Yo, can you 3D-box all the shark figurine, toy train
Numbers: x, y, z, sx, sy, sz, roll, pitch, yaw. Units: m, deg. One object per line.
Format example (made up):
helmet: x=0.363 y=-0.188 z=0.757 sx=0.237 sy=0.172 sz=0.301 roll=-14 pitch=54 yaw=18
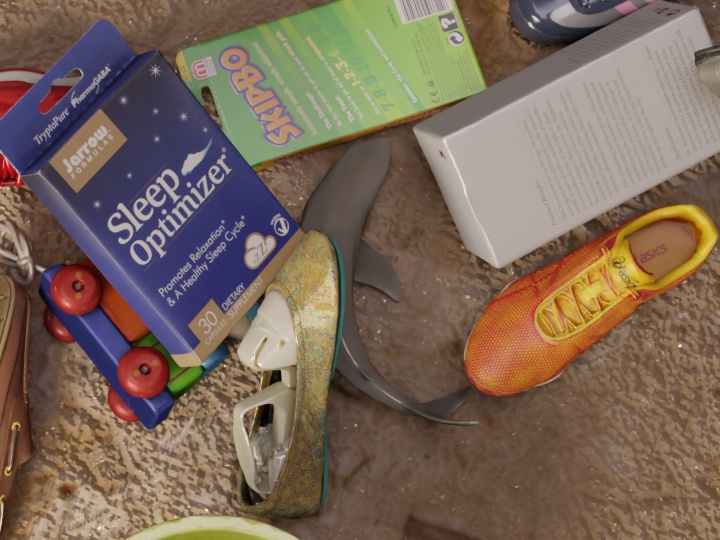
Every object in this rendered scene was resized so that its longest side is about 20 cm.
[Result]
shark figurine: x=-0.007 y=0.021 z=1.467 sx=0.128 sy=0.090 sz=0.215 roll=-18 pitch=79 yaw=-6
toy train: x=-0.162 y=-0.003 z=1.466 sx=0.116 sy=0.085 sz=0.200 roll=-37 pitch=84 yaw=-20

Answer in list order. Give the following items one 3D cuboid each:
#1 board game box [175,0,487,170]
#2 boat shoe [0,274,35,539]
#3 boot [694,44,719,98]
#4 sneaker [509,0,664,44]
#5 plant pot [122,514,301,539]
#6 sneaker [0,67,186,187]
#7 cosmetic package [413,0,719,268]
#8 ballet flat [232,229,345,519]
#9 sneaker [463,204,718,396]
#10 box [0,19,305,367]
board game box: x=-0.021 y=-0.136 z=1.526 sx=0.200 sy=0.030 sz=0.096 roll=-18 pitch=80 yaw=-9
boat shoe: x=-0.252 y=0.103 z=1.445 sx=0.072 sy=0.068 sz=0.200 roll=4 pitch=79 yaw=43
boot: x=0.289 y=-0.071 z=1.466 sx=0.068 sy=0.200 sz=0.131 roll=-7 pitch=71 yaw=38
sneaker: x=0.199 y=-0.220 z=1.530 sx=0.200 sy=0.082 sz=0.070 roll=-24 pitch=82 yaw=-8
plant pot: x=-0.094 y=0.259 z=1.360 sx=0.200 sy=0.190 sz=0.200 roll=1 pitch=79 yaw=-5
sneaker: x=-0.206 y=-0.082 z=1.446 sx=0.200 sy=0.116 sz=0.078 roll=-15 pitch=118 yaw=-4
cosmetic package: x=0.150 y=-0.095 z=1.492 sx=0.200 sy=0.071 sz=0.101 roll=-27 pitch=107 yaw=-9
ballet flat: x=-0.050 y=0.072 z=1.424 sx=0.071 sy=0.071 sz=0.200 roll=4 pitch=111 yaw=-4
sneaker: x=0.151 y=0.013 z=1.478 sx=0.200 sy=0.077 sz=0.073 roll=-36 pitch=82 yaw=-14
box: x=-0.132 y=-0.051 z=1.395 sx=0.200 sy=0.032 sz=0.121 roll=51 pitch=61 yaw=-20
